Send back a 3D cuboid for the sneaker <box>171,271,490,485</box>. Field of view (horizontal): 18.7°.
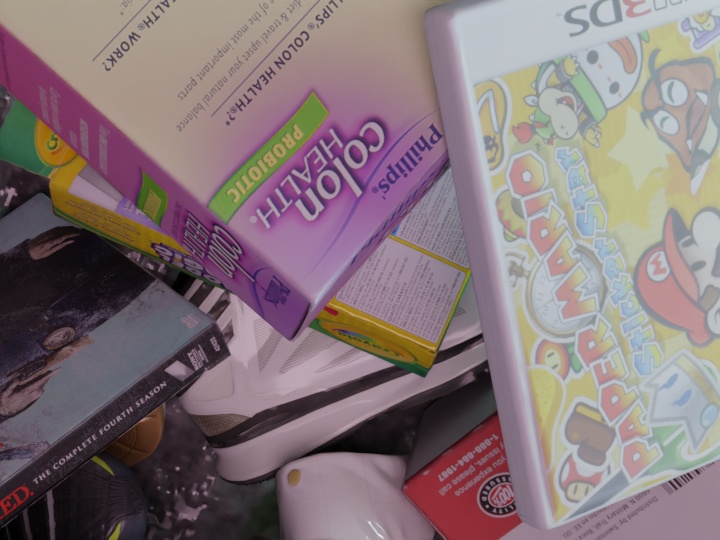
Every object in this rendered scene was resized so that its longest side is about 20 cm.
[{"bbox_3d":[0.000,0.000,0.948,0.200,0.076,0.116,-29,106,4],"label":"sneaker"}]

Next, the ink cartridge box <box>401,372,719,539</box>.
[{"bbox_3d":[0.139,0.107,0.944,0.147,0.083,0.200,-38,102,20],"label":"ink cartridge box"}]

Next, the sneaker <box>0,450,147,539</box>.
[{"bbox_3d":[-0.122,0.124,0.928,0.081,0.200,0.074,0,68,-25],"label":"sneaker"}]

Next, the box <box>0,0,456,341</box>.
[{"bbox_3d":[-0.039,-0.108,0.843,0.200,0.097,0.176,41,77,3],"label":"box"}]

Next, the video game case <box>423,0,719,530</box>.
[{"bbox_3d":[0.122,-0.024,0.830,0.182,0.023,0.201,-19,108,-24],"label":"video game case"}]

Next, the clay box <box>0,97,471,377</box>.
[{"bbox_3d":[-0.040,-0.050,0.911,0.199,0.048,0.115,24,73,3],"label":"clay box"}]

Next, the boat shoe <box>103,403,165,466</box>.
[{"bbox_3d":[-0.173,0.060,0.952,0.199,0.069,0.071,-10,129,15],"label":"boat shoe"}]

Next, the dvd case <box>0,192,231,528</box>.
[{"bbox_3d":[-0.169,0.056,0.880,0.200,0.146,0.022,-38,132,-17],"label":"dvd case"}]

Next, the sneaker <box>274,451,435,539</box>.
[{"bbox_3d":[0.033,0.140,0.977,0.074,0.116,0.200,-21,149,26],"label":"sneaker"}]
